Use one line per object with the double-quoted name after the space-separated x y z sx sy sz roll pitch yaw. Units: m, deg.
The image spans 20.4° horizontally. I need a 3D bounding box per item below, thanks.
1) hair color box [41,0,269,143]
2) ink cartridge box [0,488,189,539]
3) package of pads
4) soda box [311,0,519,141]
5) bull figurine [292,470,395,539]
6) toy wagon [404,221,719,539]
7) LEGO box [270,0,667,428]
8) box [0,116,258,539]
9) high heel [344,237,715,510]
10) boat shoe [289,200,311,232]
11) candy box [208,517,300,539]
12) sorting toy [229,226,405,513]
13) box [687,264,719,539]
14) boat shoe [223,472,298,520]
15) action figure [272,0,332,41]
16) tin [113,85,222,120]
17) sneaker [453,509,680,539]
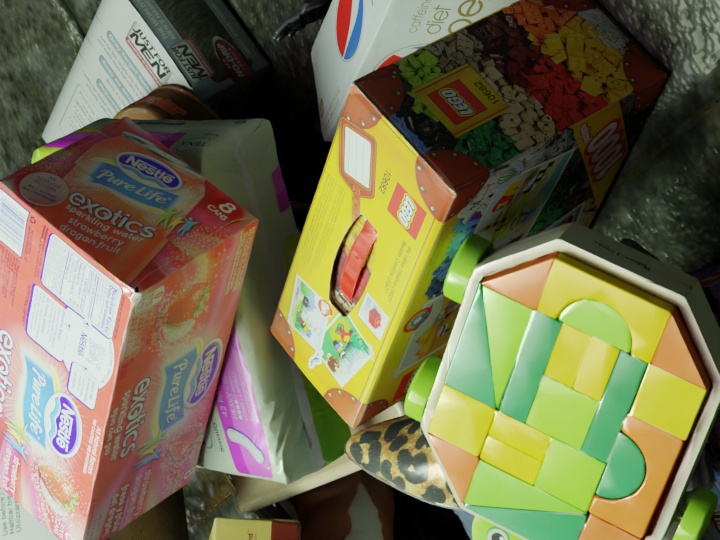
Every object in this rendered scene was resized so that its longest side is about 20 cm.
-0.137 -0.109 1.305 0.099 0.060 0.200 54 148 9 "hair color box"
-0.170 0.111 1.249 0.165 0.074 0.202 51 -152 -67 "ink cartridge box"
-0.097 0.015 1.122 0.154 0.068 0.202 5 116 44 "package of pads"
0.035 -0.144 1.006 0.200 0.068 0.064 118 148 -53 "soda box"
-0.015 0.156 1.261 0.122 0.065 0.201 121 155 -57 "bull figurine"
0.095 0.079 0.941 0.154 0.040 0.201 26 120 14 "toy wagon"
0.050 -0.032 1.012 0.077 0.148 0.201 48 146 20 "LEGO box"
-0.134 0.037 1.048 0.102 0.094 0.201 37 134 22 "box"
0.073 0.046 0.997 0.198 0.072 0.144 -2 121 23 "high heel"
0.000 0.000 1.186 0.199 0.072 0.065 19 131 55 "boat shoe"
-0.073 0.229 1.234 0.200 0.056 0.118 116 157 -70 "candy box"
-0.064 0.033 1.180 0.185 0.036 0.201 -27 92 50 "sorting toy"
0.187 0.100 1.022 0.137 0.039 0.201 -18 99 59 "box"
-0.070 0.118 1.373 0.202 0.072 0.061 53 144 8 "boat shoe"
-0.078 -0.229 1.090 0.201 0.102 0.119 55 159 8 "action figure"
-0.105 -0.017 1.247 0.111 0.042 0.201 21 132 38 "tin"
0.105 0.185 1.067 0.200 0.080 0.148 12 102 60 "sneaker"
